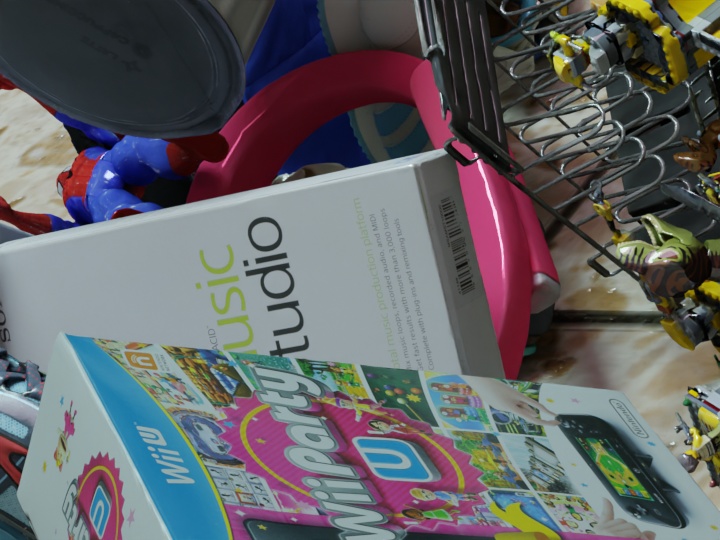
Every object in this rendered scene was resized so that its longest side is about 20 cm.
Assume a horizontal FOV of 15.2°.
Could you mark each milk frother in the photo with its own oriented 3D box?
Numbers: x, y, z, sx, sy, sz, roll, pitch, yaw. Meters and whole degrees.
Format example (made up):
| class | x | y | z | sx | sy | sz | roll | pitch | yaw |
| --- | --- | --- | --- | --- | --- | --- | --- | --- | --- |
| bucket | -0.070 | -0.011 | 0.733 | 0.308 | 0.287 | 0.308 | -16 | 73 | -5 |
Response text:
| class | x | y | z | sx | sy | sz | roll | pitch | yaw |
| --- | --- | --- | --- | --- | --- | --- | --- | --- | --- |
| milk frother | -0.108 | -0.156 | 1.051 | 0.200 | 0.180 | 0.189 | -45 | 18 | 56 |

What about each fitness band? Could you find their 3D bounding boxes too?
| class | x | y | z | sx | sy | sz | roll | pitch | yaw |
| --- | --- | --- | --- | --- | --- | --- | --- | --- | --- |
| fitness band | 0.000 | 0.000 | 1.039 | 0.143 | 0.037 | 0.200 | -36 | 50 | 22 |

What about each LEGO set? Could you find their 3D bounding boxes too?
| class | x | y | z | sx | sy | sz | roll | pitch | yaw |
| --- | --- | --- | --- | --- | --- | --- | --- | --- | --- |
| LEGO set | 0.120 | 0.001 | 0.883 | 0.116 | 0.200 | 0.154 | -38 | 49 | -18 |

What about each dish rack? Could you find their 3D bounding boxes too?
| class | x | y | z | sx | sy | sz | roll | pitch | yaw |
| --- | --- | --- | --- | --- | --- | --- | --- | --- | --- |
| dish rack | 0.079 | -0.083 | 0.996 | 0.054 | 0.200 | 0.154 | -22 | 59 | 24 |

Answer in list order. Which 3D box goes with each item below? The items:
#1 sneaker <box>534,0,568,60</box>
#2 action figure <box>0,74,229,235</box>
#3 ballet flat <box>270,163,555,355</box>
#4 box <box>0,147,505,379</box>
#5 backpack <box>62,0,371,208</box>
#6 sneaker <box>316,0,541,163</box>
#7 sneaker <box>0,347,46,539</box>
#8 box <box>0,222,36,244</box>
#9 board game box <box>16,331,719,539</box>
| class | x | y | z | sx | sy | sz | roll | pitch | yaw |
| --- | --- | --- | --- | --- | --- | --- | --- | --- | --- |
| sneaker | 0.064 | -0.141 | 1.298 | 0.075 | 0.090 | 0.200 | -17 | 2 | 17 |
| action figure | -0.122 | -0.046 | 1.119 | 0.200 | 0.099 | 0.065 | 178 | 114 | -77 |
| ballet flat | 0.002 | -0.009 | 1.108 | 0.200 | 0.073 | 0.073 | 8 | 42 | 46 |
| box | -0.042 | 0.045 | 0.973 | 0.199 | 0.145 | 0.036 | -11 | 5 | 31 |
| backpack | -0.069 | -0.125 | 1.237 | 0.162 | 0.200 | 0.168 | 1 | 38 | 44 |
| sneaker | 0.038 | -0.093 | 1.135 | 0.080 | 0.200 | 0.077 | 3 | 71 | 13 |
| sneaker | -0.099 | 0.057 | 0.929 | 0.095 | 0.200 | 0.079 | -41 | 12 | 35 |
| box | -0.203 | 0.011 | 1.176 | 0.199 | 0.156 | 0.041 | -4 | 72 | 39 |
| board game box | 0.014 | 0.088 | 0.798 | 0.199 | 0.064 | 0.148 | 6 | 24 | -25 |
